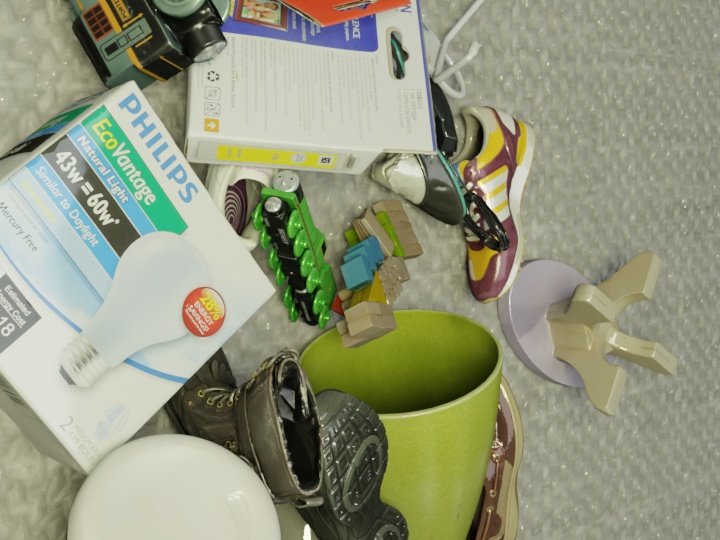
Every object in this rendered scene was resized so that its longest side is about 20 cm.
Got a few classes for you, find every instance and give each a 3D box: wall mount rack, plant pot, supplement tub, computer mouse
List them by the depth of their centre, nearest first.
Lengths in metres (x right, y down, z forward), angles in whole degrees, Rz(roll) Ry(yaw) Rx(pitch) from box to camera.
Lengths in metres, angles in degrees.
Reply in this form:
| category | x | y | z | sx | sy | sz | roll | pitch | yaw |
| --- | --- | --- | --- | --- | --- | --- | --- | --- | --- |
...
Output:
| category | x | y | z | sx | sy | sz | roll | pitch | yaw |
| --- | --- | --- | --- | --- | --- | --- | --- | --- | --- |
| supplement tub | -0.149 | 0.227 | 0.701 | 0.142 | 0.201 | 0.146 | 14 | 46 | -15 |
| plant pot | 0.044 | 0.169 | 0.899 | 0.185 | 0.186 | 0.203 | -24 | 119 | -35 |
| wall mount rack | 0.066 | -0.275 | 0.957 | 0.200 | 0.074 | 0.175 | 46 | 33 | -21 |
| computer mouse | 0.098 | -0.110 | 0.965 | 0.034 | 0.059 | 0.202 | -25 | 84 | -25 |

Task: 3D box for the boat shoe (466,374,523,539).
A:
| category | x | y | z | sx | sy | sz | roll | pitch | yaw |
| --- | --- | --- | --- | --- | --- | --- | --- | --- | --- |
| boat shoe | 0.120 | 0.200 | 1.014 | 0.071 | 0.072 | 0.204 | -9 | 102 | -38 |

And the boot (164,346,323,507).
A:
| category | x | y | z | sx | sy | sz | roll | pitch | yaw |
| --- | --- | --- | --- | --- | --- | --- | --- | --- | --- |
| boot | -0.087 | 0.102 | 0.755 | 0.068 | 0.174 | 0.203 | -5 | 65 | -33 |

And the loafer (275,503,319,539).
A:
| category | x | y | z | sx | sy | sz | roll | pitch | yaw |
| --- | --- | --- | --- | --- | --- | --- | --- | --- | --- |
| loafer | -0.042 | 0.267 | 0.877 | 0.070 | 0.069 | 0.203 | -68 | 142 | -74 |

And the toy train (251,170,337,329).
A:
| category | x | y | z | sx | sy | sz | roll | pitch | yaw |
| --- | --- | --- | --- | --- | --- | --- | --- | --- | --- |
| toy train | -0.051 | -0.014 | 0.830 | 0.201 | 0.041 | 0.057 | 77 | 28 | -59 |

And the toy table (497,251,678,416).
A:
| category | x | y | z | sx | sy | sz | roll | pitch | yaw |
| --- | --- | --- | --- | --- | --- | --- | --- | --- | --- |
| toy table | 0.258 | 0.064 | 1.089 | 0.198 | 0.116 | 0.187 | 20 | 79 | -37 |

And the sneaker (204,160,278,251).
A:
| category | x | y | z | sx | sy | sz | roll | pitch | yaw |
| --- | --- | --- | --- | --- | --- | --- | --- | --- | --- |
| sneaker | -0.088 | -0.103 | 0.824 | 0.074 | 0.099 | 0.204 | 12 | 82 | -25 |

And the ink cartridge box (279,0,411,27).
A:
| category | x | y | z | sx | sy | sz | roll | pitch | yaw |
| --- | --- | --- | --- | --- | --- | --- | --- | --- | --- |
| ink cartridge box | -0.057 | -0.270 | 0.788 | 0.108 | 0.199 | 0.051 | -26 | 143 | -40 |

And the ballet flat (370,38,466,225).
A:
| category | x | y | z | sx | sy | sz | roll | pitch | yaw |
| --- | --- | --- | --- | --- | --- | --- | --- | --- | --- |
| ballet flat | 0.033 | -0.125 | 0.948 | 0.068 | 0.068 | 0.202 | -29 | 98 | -23 |

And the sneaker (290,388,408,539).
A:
| category | x | y | z | sx | sy | sz | roll | pitch | yaw |
| --- | --- | --- | --- | --- | --- | --- | --- | --- | --- |
| sneaker | -0.023 | 0.173 | 0.786 | 0.076 | 0.090 | 0.203 | -41 | 135 | -37 |

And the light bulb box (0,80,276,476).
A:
| category | x | y | z | sx | sy | sz | roll | pitch | yaw |
| --- | --- | --- | --- | --- | --- | --- | --- | --- | --- |
| light bulb box | -0.204 | 0.003 | 0.721 | 0.200 | 0.124 | 0.200 | -46 | 116 | -27 |

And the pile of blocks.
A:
| category | x | y | z | sx | sy | sz | roll | pitch | yaw |
| --- | --- | --- | --- | --- | --- | --- | --- | --- | --- |
| pile of blocks | 0.000 | 0.000 | 0.892 | 0.083 | 0.062 | 0.201 | 55 | 26 | -17 |

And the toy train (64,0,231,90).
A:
| category | x | y | z | sx | sy | sz | roll | pitch | yaw |
| --- | --- | --- | --- | --- | --- | --- | --- | --- | --- |
| toy train | -0.180 | -0.232 | 0.731 | 0.113 | 0.085 | 0.202 | -30 | 88 | 6 |

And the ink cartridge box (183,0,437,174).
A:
| category | x | y | z | sx | sy | sz | roll | pitch | yaw |
| --- | --- | --- | --- | --- | --- | --- | --- | --- | --- |
| ink cartridge box | -0.044 | -0.175 | 0.807 | 0.196 | 0.047 | 0.201 | 5 | 61 | -15 |

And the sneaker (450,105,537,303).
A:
| category | x | y | z | sx | sy | sz | roll | pitch | yaw |
| --- | --- | --- | --- | --- | --- | --- | --- | --- | --- |
| sneaker | 0.122 | -0.070 | 1.016 | 0.089 | 0.075 | 0.204 | 16 | 75 | -29 |
